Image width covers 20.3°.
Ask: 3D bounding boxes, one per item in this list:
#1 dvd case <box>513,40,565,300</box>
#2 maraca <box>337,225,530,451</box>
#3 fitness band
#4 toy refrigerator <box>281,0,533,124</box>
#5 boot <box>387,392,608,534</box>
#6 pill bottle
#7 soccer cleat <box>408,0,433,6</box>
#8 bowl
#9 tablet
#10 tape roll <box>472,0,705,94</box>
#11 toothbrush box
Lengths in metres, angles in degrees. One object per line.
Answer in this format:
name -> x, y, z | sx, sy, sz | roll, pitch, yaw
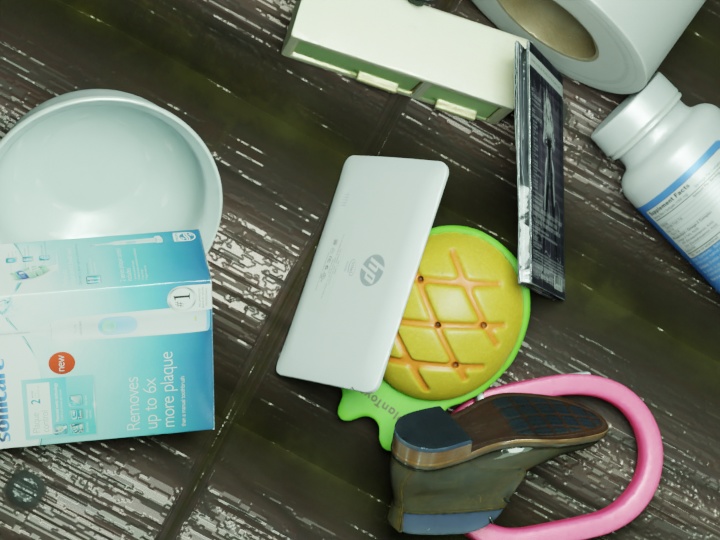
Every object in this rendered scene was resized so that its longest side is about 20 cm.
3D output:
dvd case -> 0.151, -0.081, 1.693 | 0.016, 0.149, 0.200 | -1, 84, 16
maraca -> 0.057, 0.057, 1.682 | 0.137, 0.107, 0.200 | 35, 100, 6
fitness band -> 0.161, 0.163, 1.719 | 0.200, 0.037, 0.144 | -10, 86, -9
toy refrigerator -> 0.038, -0.187, 1.718 | 0.200, 0.076, 0.070 | 17, 81, -8
boot -> 0.109, 0.161, 1.672 | 0.200, 0.075, 0.097 | -3, 122, -25
pill bottle -> 0.297, -0.072, 1.729 | 0.112, 0.112, 0.200 | -44, 91, -11
soccer cleat -> 0.011, -0.305, 1.688 | 0.070, 0.086, 0.200 | -37, 60, -21
bowl -> -0.217, -0.071, 1.637 | 0.201, 0.090, 0.201 | -6, 123, -10
tablet -> 0.000, 0.000, 1.672 | 0.014, 0.130, 0.200 | 25, 79, -40
tape roll -> 0.193, -0.263, 1.689 | 0.203, 0.203, 0.139 | 37, 80, -4
toothbrush box -> -0.220, 0.055, 1.612 | 0.200, 0.085, 0.147 | -3, 121, -9
